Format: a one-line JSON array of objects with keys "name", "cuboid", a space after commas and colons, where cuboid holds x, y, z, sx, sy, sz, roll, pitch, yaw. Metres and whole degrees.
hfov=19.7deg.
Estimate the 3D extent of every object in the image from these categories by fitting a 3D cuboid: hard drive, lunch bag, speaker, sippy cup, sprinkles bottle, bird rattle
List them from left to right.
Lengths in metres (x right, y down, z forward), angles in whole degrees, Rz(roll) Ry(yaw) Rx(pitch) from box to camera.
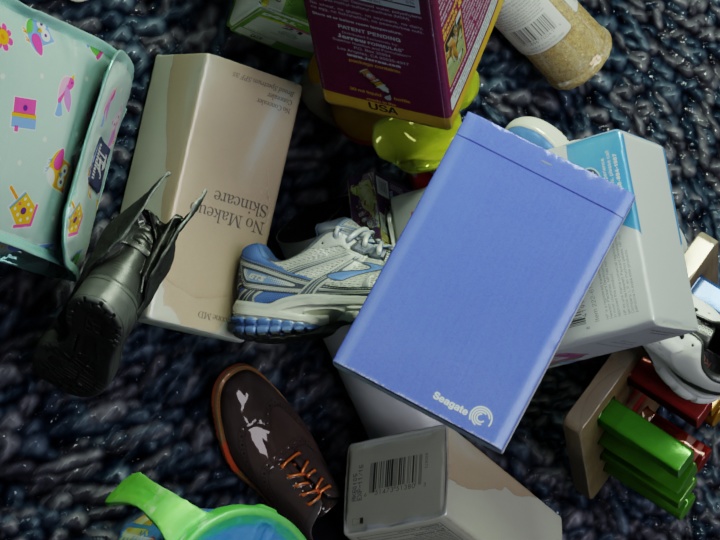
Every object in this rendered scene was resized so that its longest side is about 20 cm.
[{"name": "lunch bag", "cuboid": [-0.242, -0.092, 1.443, 0.200, 0.122, 0.171, 24, 76, -50]}, {"name": "sippy cup", "cuboid": [-0.120, 0.233, 1.539, 0.139, 0.130, 0.178, -5, 96, -35]}, {"name": "speaker", "cuboid": [0.008, 0.042, 1.646, 0.081, 0.081, 0.200, -35, 112, -28]}, {"name": "bird rattle", "cuboid": [0.034, -0.126, 1.615, 0.163, 0.200, 0.113, 20, 86, 5]}, {"name": "hard drive", "cuboid": [0.086, 0.007, 1.434, 0.132, 0.025, 0.200, 27, 81, 8]}, {"name": "sprinkles bottle", "cuboid": [0.124, -0.234, 1.716, 0.200, 0.068, 0.068, 42, 70, -30]}]

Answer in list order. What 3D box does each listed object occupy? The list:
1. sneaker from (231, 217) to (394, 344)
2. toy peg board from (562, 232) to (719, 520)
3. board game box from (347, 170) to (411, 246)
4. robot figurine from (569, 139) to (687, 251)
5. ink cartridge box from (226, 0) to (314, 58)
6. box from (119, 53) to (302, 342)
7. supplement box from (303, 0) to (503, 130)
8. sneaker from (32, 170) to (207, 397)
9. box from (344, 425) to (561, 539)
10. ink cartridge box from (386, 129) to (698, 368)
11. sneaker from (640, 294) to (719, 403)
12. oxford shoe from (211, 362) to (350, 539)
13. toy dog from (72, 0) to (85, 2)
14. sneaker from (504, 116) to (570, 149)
[{"name": "sneaker", "cuboid": [0.000, 0.000, 1.497, 0.077, 0.199, 0.085, 31, 53, -76]}, {"name": "toy peg board", "cuboid": [0.271, 0.105, 1.746, 0.199, 0.098, 0.200, -52, 160, -13]}, {"name": "board game box", "cuboid": [0.052, 0.004, 1.634, 0.200, 0.032, 0.120, 25, 50, -59]}, {"name": "robot figurine", "cuboid": [0.202, -0.032, 1.739, 0.113, 0.170, 0.200, -31, 134, 10]}, {"name": "ink cartridge box", "cuboid": [-0.021, -0.248, 1.528, 0.076, 0.200, 0.148, 20, 81, -16]}, {"name": "box", "cuboid": [-0.120, -0.054, 1.552, 0.095, 0.078, 0.201, 14, 85, -36]}, {"name": "supplement box", "cuboid": [0.028, -0.212, 1.436, 0.200, 0.103, 0.131, 79, 31, -57]}, {"name": "sneaker", "cuboid": [-0.171, 0.013, 1.467, 0.060, 0.200, 0.104, 31, 60, -5]}, {"name": "box", "cuboid": [0.077, 0.202, 1.646, 0.200, 0.095, 0.078, 42, 42, -49]}, {"name": "ink cartridge box", "cuboid": [0.131, -0.005, 1.531, 0.085, 0.200, 0.145, 10, 68, -58]}, {"name": "sneaker", "cuboid": [0.230, 0.030, 1.601, 0.200, 0.080, 0.074, 35, 74, -17]}, {"name": "oxford shoe", "cuboid": [-0.048, 0.158, 1.619, 0.071, 0.072, 0.200, -41, 114, -25]}, {"name": "toy dog", "cuboid": [-0.137, -0.271, 1.515, 0.200, 0.096, 0.132, -13, 100, -34]}, {"name": "sneaker", "cuboid": [0.126, -0.012, 1.625, 0.111, 0.077, 0.200, -41, 134, -43]}]
